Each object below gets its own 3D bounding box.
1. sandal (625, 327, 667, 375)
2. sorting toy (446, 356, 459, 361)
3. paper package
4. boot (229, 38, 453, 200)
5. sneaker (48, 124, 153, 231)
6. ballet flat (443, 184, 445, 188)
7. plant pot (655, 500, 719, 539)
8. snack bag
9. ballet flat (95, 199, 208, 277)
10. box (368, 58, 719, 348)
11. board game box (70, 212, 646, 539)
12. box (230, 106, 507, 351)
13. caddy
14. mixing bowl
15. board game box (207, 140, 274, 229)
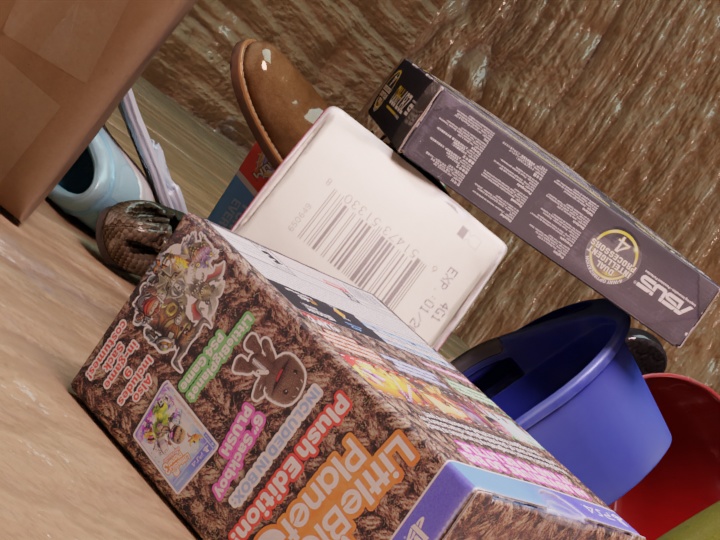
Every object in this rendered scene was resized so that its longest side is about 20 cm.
[{"bbox_3d":[0.152,0.120,1.226,0.075,0.201,0.045,28,17,-29],"label":"sandal"},{"bbox_3d":[0.063,0.091,1.193,0.200,0.183,0.037,-117,-163,-87],"label":"sorting toy"},{"bbox_3d":[-0.172,-0.157,1.020,0.103,0.200,0.191,37,22,-8],"label":"paper package"},{"bbox_3d":[-0.005,-0.074,1.036,0.200,0.075,0.074,50,37,-29],"label":"boot"},{"bbox_3d":[-0.226,-0.106,1.176,0.200,0.074,0.082,41,-1,24],"label":"sneaker"},{"bbox_3d":[0.000,0.000,1.146,0.069,0.201,0.070,19,25,-9],"label":"ballet flat"},{"bbox_3d":[0.251,0.204,0.986,0.187,0.200,0.187,40,11,-9],"label":"plant pot"},{"bbox_3d":[-0.155,-0.077,1.258,0.189,0.021,0.202,-132,-159,-73],"label":"snack bag"},{"bbox_3d":[-0.107,-0.012,1.153,0.046,0.068,0.199,-9,-16,29],"label":"ballet flat"},{"bbox_3d":[0.103,-0.045,0.969,0.199,0.049,0.161,34,6,-13],"label":"box"},{"bbox_3d":[-0.001,0.085,0.731,0.200,0.097,0.159,42,10,35],"label":"board game box"},{"bbox_3d":[-0.021,0.012,0.957,0.128,0.109,0.200,38,-21,-2],"label":"box"},{"bbox_3d":[0.086,0.094,0.988,0.105,0.199,0.141,55,1,-14],"label":"caddy"},{"bbox_3d":[0.170,0.168,1.148,0.200,0.201,0.108,37,-17,-27],"label":"mixing bowl"},{"bbox_3d":[-0.045,-0.008,1.172,0.040,0.154,0.200,33,1,28],"label":"board game box"}]
